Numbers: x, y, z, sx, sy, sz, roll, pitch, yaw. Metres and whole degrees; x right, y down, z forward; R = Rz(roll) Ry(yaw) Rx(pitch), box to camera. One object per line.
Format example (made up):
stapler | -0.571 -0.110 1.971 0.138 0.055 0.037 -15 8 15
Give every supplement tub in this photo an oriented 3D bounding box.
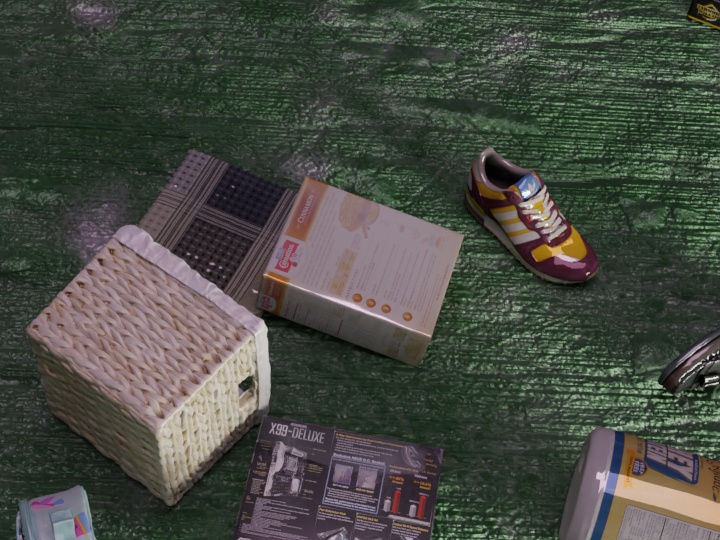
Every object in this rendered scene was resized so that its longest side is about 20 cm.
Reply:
supplement tub | 0.311 0.251 1.307 0.199 0.145 0.145 16 54 6

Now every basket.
basket | -0.216 0.100 1.342 0.200 0.198 0.161 35 61 19

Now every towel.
towel | -0.167 -0.042 1.556 0.192 0.035 0.200 23 53 8

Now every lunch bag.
lunch bag | -0.269 0.307 1.209 0.077 0.161 0.200 -15 58 -15

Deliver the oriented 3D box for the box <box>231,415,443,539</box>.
box | -0.023 0.244 1.343 0.199 0.050 0.158 10 54 2

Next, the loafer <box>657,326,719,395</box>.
loafer | 0.428 0.093 1.480 0.200 0.072 0.063 -29 67 -25

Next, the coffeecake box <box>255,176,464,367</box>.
coffeecake box | 0.000 0.000 1.493 0.200 0.073 0.154 21 55 1

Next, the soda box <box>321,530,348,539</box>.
soda box | -0.091 0.321 1.236 0.200 0.068 0.064 -28 82 -7

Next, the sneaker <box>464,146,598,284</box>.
sneaker | 0.206 -0.065 1.561 0.200 0.090 0.075 39 60 22

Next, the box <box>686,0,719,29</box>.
box | 0.587 -0.387 1.852 0.200 0.049 0.160 24 53 13
